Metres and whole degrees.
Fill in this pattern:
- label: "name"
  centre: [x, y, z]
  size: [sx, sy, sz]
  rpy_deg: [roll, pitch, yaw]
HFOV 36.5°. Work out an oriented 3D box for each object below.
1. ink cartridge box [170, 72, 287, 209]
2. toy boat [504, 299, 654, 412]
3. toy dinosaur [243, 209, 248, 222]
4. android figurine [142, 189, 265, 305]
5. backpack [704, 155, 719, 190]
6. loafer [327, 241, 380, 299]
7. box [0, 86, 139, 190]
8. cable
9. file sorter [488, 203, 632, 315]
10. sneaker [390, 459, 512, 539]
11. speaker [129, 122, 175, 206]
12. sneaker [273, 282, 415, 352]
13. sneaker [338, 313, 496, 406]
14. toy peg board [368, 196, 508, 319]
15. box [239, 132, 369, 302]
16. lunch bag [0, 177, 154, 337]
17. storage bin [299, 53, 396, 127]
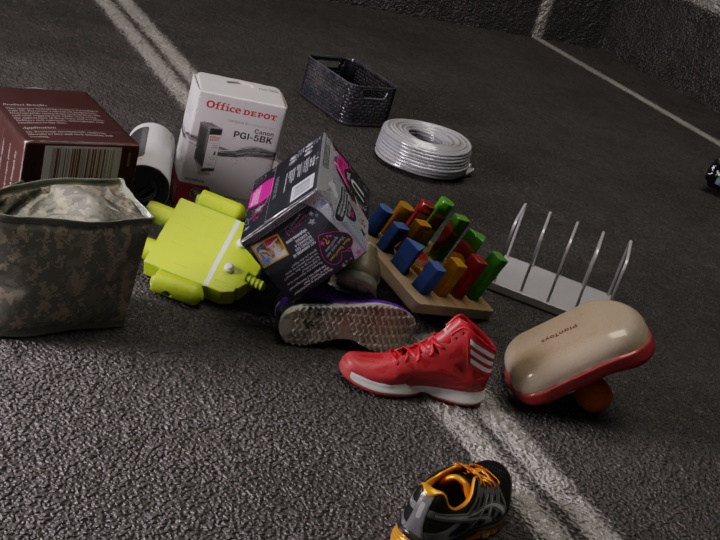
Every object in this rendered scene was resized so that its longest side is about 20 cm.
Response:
- label: "ink cartridge box"
  centre: [-0.210, -0.194, 1.724]
  size: [0.145, 0.201, 0.083]
  rpy_deg: [8, 26, -18]
- label: "toy boat"
  centre: [0.299, 0.132, 1.459]
  size: [0.199, 0.131, 0.131]
  rpy_deg: [-26, 23, 10]
- label: "toy dinosaur"
  centre: [-0.154, -0.051, 1.622]
  size: [0.199, 0.103, 0.135]
  rpy_deg: [-22, 21, -34]
- label: "android figurine"
  centre: [-0.214, -0.028, 1.490]
  size: [0.199, 0.041, 0.183]
  rpy_deg: [22, 53, 5]
- label: "backpack"
  centre: [0.971, -0.219, 2.664]
  size: [0.200, 0.154, 0.163]
  rpy_deg: [45, 27, 25]
- label: "loafer"
  centre: [0.000, 0.000, 1.524]
  size: [0.075, 0.070, 0.200]
  rpy_deg: [19, -8, -6]
- label: "box"
  centre: [-0.428, -0.140, 1.508]
  size: [0.165, 0.165, 0.200]
  rpy_deg: [-3, 30, -36]
- label: "cable"
  centre: [0.130, -0.249, 2.235]
  size: [0.199, 0.070, 0.200]
  rpy_deg: [25, 25, 17]
- label: "file sorter"
  centre: [0.329, -0.013, 1.783]
  size: [0.199, 0.125, 0.139]
  rpy_deg: [21, 23, 10]
- label: "sneaker"
  centre: [0.110, 0.238, 1.151]
  size: [0.078, 0.078, 0.199]
  rpy_deg: [26, 24, 25]
- label: "speaker"
  centre: [-0.337, -0.165, 1.731]
  size: [0.080, 0.082, 0.200]
  rpy_deg: [11, 25, -12]
- label: "sneaker"
  centre: [-0.024, 0.053, 1.473]
  size: [0.198, 0.070, 0.100]
  rpy_deg: [7, 23, -22]
- label: "sneaker"
  centre: [0.078, 0.098, 1.384]
  size: [0.198, 0.116, 0.078]
  rpy_deg: [9, 25, -18]
- label: "toy peg board"
  centre: [0.104, -0.035, 1.617]
  size: [0.198, 0.098, 0.200]
  rpy_deg: [8, 34, -51]
- label: "box"
  centre: [-0.067, -0.074, 1.456]
  size: [0.115, 0.132, 0.200]
  rpy_deg: [50, 18, -22]
- label: "lunch bag"
  centre: [-0.367, -0.017, 1.280]
  size: [0.199, 0.165, 0.118]
  rpy_deg: [-5, 37, -41]
- label: "storage bin"
  centre: [-0.029, -0.402, 2.435]
  size: [0.134, 0.094, 0.200]
  rpy_deg: [-3, 30, -37]
